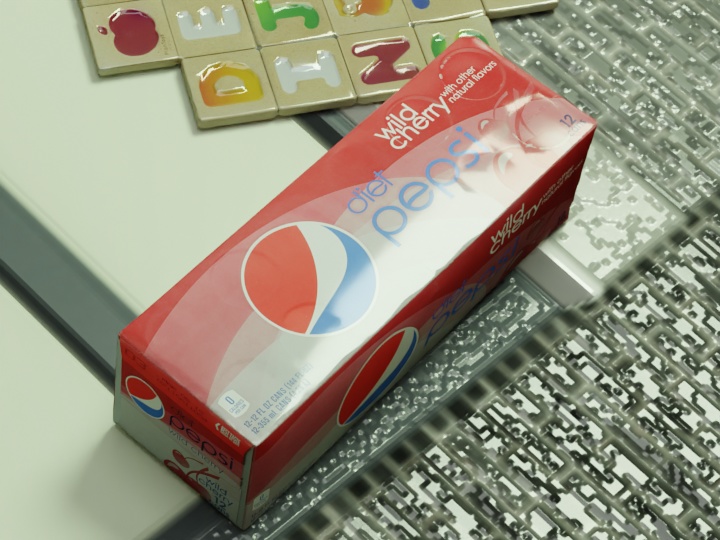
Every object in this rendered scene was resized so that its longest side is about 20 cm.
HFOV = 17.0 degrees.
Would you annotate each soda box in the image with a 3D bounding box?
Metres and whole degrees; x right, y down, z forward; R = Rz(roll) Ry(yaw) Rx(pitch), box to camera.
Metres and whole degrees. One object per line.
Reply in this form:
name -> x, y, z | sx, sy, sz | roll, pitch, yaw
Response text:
soda box -> 0.000, 0.000, 0.895 | 0.070, 0.063, 0.200 | 37, 59, 17

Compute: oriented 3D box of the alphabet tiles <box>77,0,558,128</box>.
alphabet tiles -> -0.024, -0.136, 1.019 | 0.200, 0.006, 0.167 | -10, 58, -14
